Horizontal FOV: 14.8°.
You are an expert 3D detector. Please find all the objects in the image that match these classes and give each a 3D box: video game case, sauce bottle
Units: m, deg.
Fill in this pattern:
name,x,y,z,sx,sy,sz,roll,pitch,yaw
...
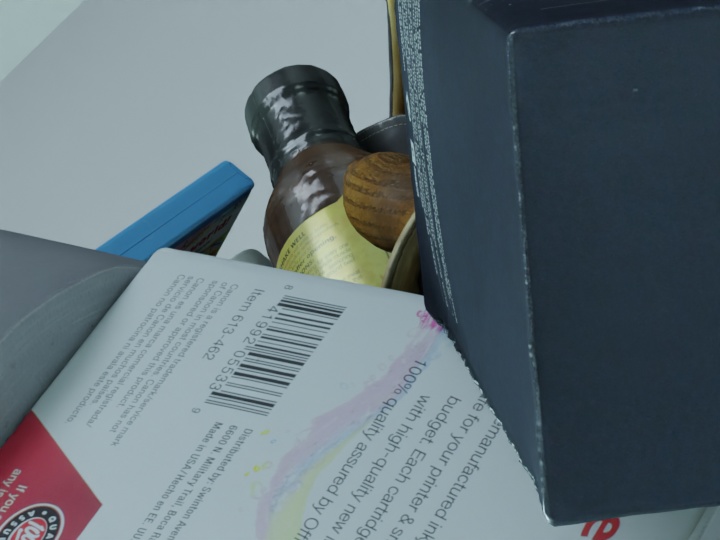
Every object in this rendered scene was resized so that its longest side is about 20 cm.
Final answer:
name,x,y,z,sx,sy,sz,roll,pitch,yaw
video game case,-0.121,0.057,1.080,0.143,0.018,0.200,-38,-17,-51
sauce bottle,0.000,0.000,1.025,0.065,0.065,0.201,-41,45,20

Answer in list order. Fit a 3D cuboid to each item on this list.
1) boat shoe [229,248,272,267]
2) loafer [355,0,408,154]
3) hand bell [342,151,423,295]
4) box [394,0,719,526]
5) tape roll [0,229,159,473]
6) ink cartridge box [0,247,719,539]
name,x,y,z,sx,sy,sz,roll,pitch,yaw
boat shoe,-0.032,0.028,1.129,0.076,0.060,0.200,-42,-4,17
loafer,0.026,-0.039,1.112,0.073,0.072,0.201,132,151,-59
hand bell,0.028,-0.011,0.884,0.104,0.104,0.200,-47,21,0
box,0.119,-0.029,0.634,0.199,0.105,0.182,-7,15,-6
tape roll,-0.100,0.091,0.810,0.066,0.201,0.201,11,50,30
ink cartridge box,0.001,0.084,0.717,0.199,0.083,0.146,11,47,32
